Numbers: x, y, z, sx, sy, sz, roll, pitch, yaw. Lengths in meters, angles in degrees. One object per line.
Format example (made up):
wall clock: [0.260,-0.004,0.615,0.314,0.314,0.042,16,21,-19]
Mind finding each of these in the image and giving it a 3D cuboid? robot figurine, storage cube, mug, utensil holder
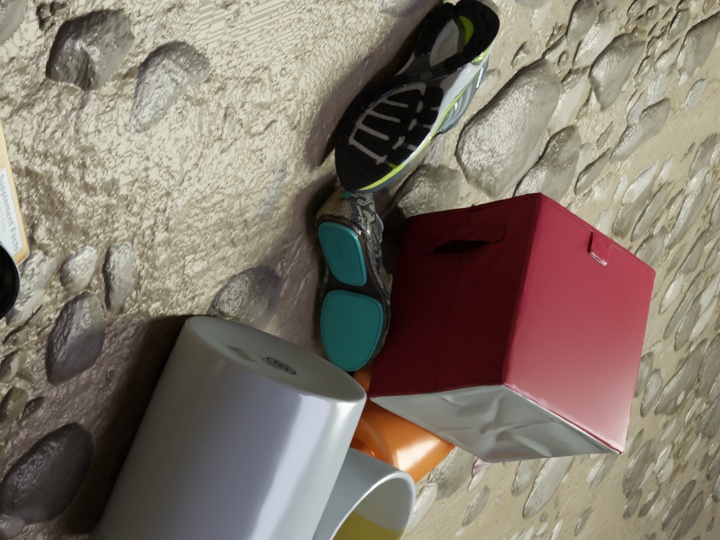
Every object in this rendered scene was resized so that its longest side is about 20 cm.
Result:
robot figurine: [0.026,0.147,1.807,0.200,0.144,0.116,-36,-175,-41]
storage cube: [0.139,0.058,1.731,0.199,0.170,0.181,32,62,-37]
mug: [-0.063,0.219,1.671,0.149,0.153,0.188,-5,121,-60]
utensil holder: [-0.102,0.159,1.525,0.170,0.169,0.201,7,108,-63]

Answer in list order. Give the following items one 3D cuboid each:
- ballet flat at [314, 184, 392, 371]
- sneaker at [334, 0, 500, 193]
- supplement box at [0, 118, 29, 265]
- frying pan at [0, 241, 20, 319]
ballet flat: [0.000,0.000,1.675,0.201,0.067,0.076,86,26,-46]
sneaker: [0.052,-0.133,1.620,0.200,0.074,0.081,-49,155,-20]
supplement box: [-0.251,-0.070,1.131,0.069,0.066,0.201,-45,151,-35]
frying pan: [-0.288,-0.010,1.105,0.115,0.189,0.031,124,-27,-43]
